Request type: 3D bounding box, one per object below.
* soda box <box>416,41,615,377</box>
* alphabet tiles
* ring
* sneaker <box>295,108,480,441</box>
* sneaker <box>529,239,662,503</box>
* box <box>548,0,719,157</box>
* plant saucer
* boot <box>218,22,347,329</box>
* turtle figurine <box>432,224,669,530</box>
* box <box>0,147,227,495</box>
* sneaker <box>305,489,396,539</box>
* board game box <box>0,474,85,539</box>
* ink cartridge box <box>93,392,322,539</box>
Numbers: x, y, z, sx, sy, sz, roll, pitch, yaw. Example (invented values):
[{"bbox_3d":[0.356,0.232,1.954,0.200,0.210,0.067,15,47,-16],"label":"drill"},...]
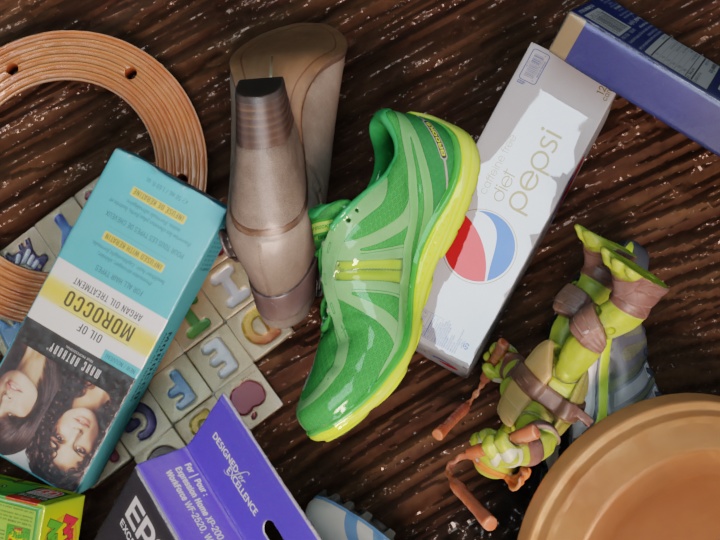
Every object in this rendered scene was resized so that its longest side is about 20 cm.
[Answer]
[{"bbox_3d":[0.087,-0.036,0.788,0.063,0.068,0.201,28,84,9],"label":"soda box"},{"bbox_3d":[-0.147,0.038,0.822,0.166,0.006,0.201,-37,80,-3],"label":"alphabet tiles"},{"bbox_3d":[-0.198,-0.062,0.832,0.198,0.019,0.203,-1,81,4],"label":"ring"},{"bbox_3d":[0.000,0.000,0.711,0.083,0.074,0.202,25,74,-16],"label":"sneaker"},{"bbox_3d":[0.158,0.081,0.771,0.080,0.074,0.202,13,80,-14],"label":"sneaker"},{"bbox_3d":[0.217,-0.102,0.766,0.199,0.121,0.033,32,114,9],"label":"box"},{"bbox_3d":[0.184,0.171,0.715,0.198,0.037,0.202,-3,103,-15],"label":"plant saucer"},{"bbox_3d":[-0.045,-0.062,0.788,0.070,0.200,0.148,1,116,13],"label":"boot"},{"bbox_3d":[0.106,0.062,0.694,0.064,0.200,0.162,32,103,-2],"label":"turtle figurine"},{"bbox_3d":[-0.160,0.032,0.779,0.082,0.049,0.201,28,92,4],"label":"box"},{"bbox_3d":[0.026,0.220,0.744,0.072,0.072,0.201,-35,79,-16],"label":"sneaker"},{"bbox_3d":[-0.271,0.168,0.759,0.198,0.048,0.103,9,92,18],"label":"board game box"},{"bbox_3d":[-0.082,0.207,0.690,0.198,0.043,0.201,51,124,29],"label":"ink cartridge box"}]
